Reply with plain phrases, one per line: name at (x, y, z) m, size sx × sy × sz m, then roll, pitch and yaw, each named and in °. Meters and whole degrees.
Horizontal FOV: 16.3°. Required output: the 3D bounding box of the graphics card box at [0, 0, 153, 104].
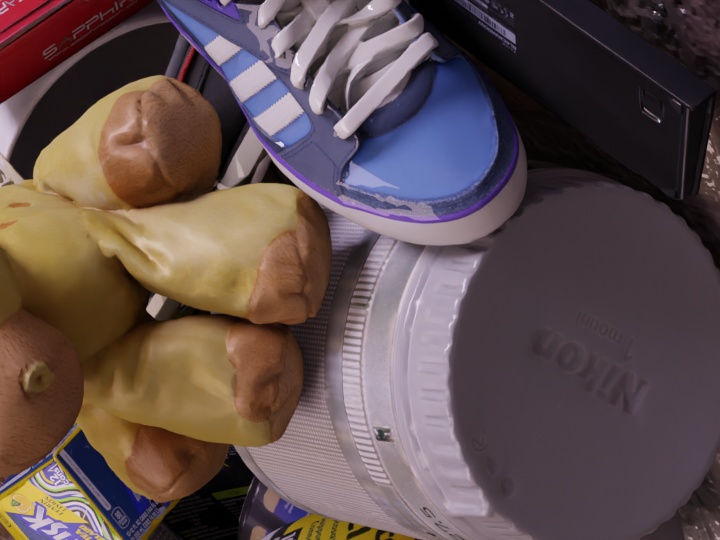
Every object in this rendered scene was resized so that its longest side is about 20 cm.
graphics card box at (-0.170, -0.176, 1.092) m, size 0.200 × 0.125 × 0.051 m, roll 49°, pitch 168°, yaw 22°

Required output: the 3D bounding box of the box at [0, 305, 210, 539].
box at (-0.117, 0.088, 1.369) m, size 0.064 × 0.200 × 0.070 m, roll -35°, pitch 98°, yaw 35°

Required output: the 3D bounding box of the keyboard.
keyboard at (0.048, -0.112, 0.910) m, size 0.200 × 0.021 × 0.127 m, roll 38°, pitch 161°, yaw 21°

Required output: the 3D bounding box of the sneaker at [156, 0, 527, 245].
sneaker at (-0.026, -0.104, 0.923) m, size 0.200 × 0.081 × 0.147 m, roll 44°, pitch 170°, yaw 26°

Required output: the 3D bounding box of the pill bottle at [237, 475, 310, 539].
pill bottle at (0.037, 0.165, 1.335) m, size 0.199 × 0.112 × 0.112 m, roll 32°, pitch 153°, yaw 34°

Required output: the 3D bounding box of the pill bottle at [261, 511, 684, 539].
pill bottle at (0.049, 0.145, 1.191) m, size 0.199 × 0.113 × 0.113 m, roll -27°, pitch 108°, yaw 30°

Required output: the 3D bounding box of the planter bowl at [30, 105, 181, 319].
planter bowl at (-0.156, -0.054, 1.324) m, size 0.200 × 0.084 × 0.200 m, roll 34°, pitch 180°, yaw 0°

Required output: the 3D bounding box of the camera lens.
camera lens at (0.041, 0.034, 1.054) m, size 0.160 × 0.160 × 0.200 m, roll 56°, pitch 156°, yaw -20°

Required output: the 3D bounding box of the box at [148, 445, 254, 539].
box at (-0.099, 0.140, 1.484) m, size 0.193 × 0.048 × 0.200 m, roll 38°, pitch -166°, yaw 18°

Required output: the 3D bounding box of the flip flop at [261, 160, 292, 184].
flip flop at (0.000, 0.000, 1.219) m, size 0.201 × 0.057 × 0.081 m, roll 60°, pitch 166°, yaw 11°

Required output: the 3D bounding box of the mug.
mug at (-0.162, -0.080, 1.183) m, size 0.175 × 0.200 × 0.148 m, roll 46°, pitch 177°, yaw 41°

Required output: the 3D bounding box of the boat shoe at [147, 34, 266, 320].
boat shoe at (-0.080, -0.039, 1.096) m, size 0.063 × 0.074 × 0.202 m, roll 31°, pitch 123°, yaw 0°

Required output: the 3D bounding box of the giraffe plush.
giraffe plush at (-0.133, 0.014, 0.967) m, size 0.199 × 0.162 × 0.174 m, roll 26°, pitch 115°, yaw 20°
